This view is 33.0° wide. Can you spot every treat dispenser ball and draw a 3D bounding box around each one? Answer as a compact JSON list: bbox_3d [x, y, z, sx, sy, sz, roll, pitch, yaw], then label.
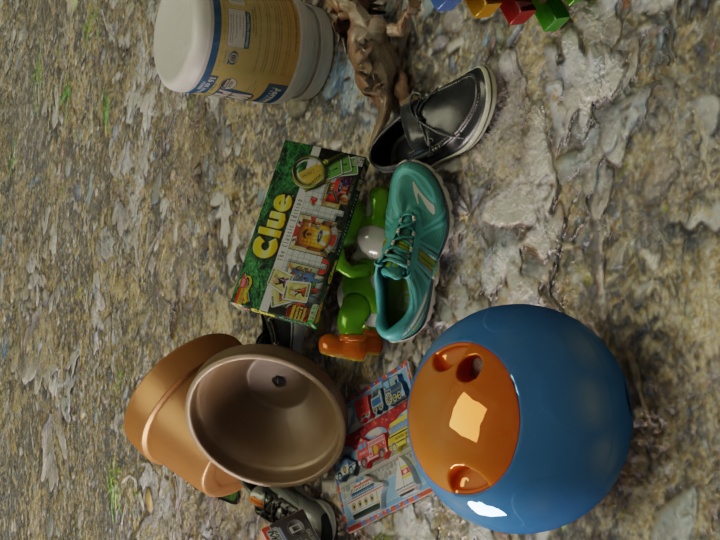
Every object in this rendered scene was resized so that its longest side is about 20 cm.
[{"bbox_3d":[0.140,0.130,1.079,0.200,0.199,0.203,-6,83,57],"label":"treat dispenser ball"}]

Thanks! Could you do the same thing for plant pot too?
[{"bbox_3d":[-0.108,0.159,1.489,0.093,0.200,0.202,-72,9,-56],"label":"plant pot"},{"bbox_3d":[-0.196,0.205,1.623,0.140,0.199,0.201,43,125,30],"label":"plant pot"}]

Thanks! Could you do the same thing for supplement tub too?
[{"bbox_3d":[-0.149,-0.291,1.556,0.144,0.199,0.146,-7,82,57],"label":"supplement tub"}]

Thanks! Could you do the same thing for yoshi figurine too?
[{"bbox_3d":[-0.012,-0.003,1.416,0.112,0.111,0.202,20,102,62],"label":"yoshi figurine"}]

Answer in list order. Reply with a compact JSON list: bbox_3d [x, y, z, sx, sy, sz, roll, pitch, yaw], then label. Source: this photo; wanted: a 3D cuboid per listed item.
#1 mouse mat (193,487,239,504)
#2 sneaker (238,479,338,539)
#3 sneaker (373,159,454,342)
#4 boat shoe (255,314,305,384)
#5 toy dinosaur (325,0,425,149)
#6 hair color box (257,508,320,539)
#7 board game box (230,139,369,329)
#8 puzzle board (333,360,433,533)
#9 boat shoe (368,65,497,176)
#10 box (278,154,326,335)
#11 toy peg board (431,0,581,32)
[{"bbox_3d":[-0.214,0.235,1.802,0.160,0.007,0.202,1,88,57],"label":"mouse mat"},{"bbox_3d":[-0.092,0.307,1.543,0.200,0.079,0.075,39,118,50],"label":"sneaker"},{"bbox_3d":[0.053,-0.019,1.322,0.077,0.080,0.202,9,102,24],"label":"sneaker"},{"bbox_3d":[-0.108,0.095,1.553,0.201,0.056,0.069,99,155,-47],"label":"boat shoe"},{"bbox_3d":[0.013,-0.247,1.418,0.135,0.085,0.202,-158,57,-66],"label":"toy dinosaur"},{"bbox_3d":[-0.083,0.382,1.467,0.111,0.064,0.201,56,151,24],"label":"hair color box"},{"bbox_3d":[-0.067,-0.043,1.367,0.104,0.023,0.202,12,77,20],"label":"board game box"},{"bbox_3d":[0.018,0.211,1.434,0.200,0.017,0.152,-39,56,50],"label":"puzzle board"},{"bbox_3d":[0.077,-0.157,1.324,0.200,0.062,0.075,-34,58,50],"label":"boat shoe"},{"bbox_3d":[-0.069,-0.027,1.480,0.200,0.021,0.165,84,177,-70],"label":"box"},{"bbox_3d":[0.156,-0.298,1.104,0.200,0.198,0.098,-43,69,47],"label":"toy peg board"}]
